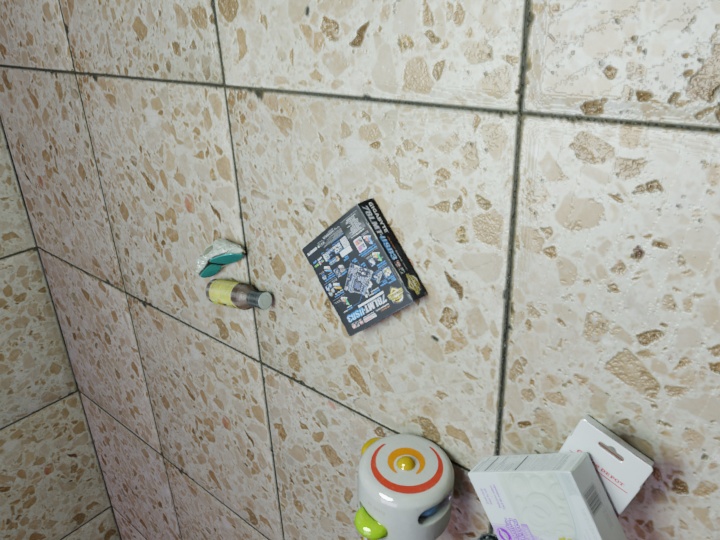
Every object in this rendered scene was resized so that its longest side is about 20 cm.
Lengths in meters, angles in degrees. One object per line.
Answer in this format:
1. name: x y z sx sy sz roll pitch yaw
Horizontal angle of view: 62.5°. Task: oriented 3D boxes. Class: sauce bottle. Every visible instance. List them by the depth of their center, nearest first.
1. sauce bottle: -0.287 0.059 1.396 0.199 0.064 0.065 8 115 43

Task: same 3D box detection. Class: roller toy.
1. roller toy: 0.085 0.409 1.129 0.180 0.200 0.141 3 117 5

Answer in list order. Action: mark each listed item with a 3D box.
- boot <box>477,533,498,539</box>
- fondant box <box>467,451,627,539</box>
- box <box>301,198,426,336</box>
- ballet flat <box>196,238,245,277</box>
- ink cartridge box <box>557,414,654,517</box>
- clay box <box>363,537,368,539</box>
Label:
1. boot: 0.274 0.578 1.046 0.200 0.076 0.169 51 165 38
2. fondant box: 0.279 0.359 0.907 0.199 0.058 0.145 -25 91 51
3. box: 0.000 0.000 1.103 0.200 0.050 0.200 -34 86 47
4. ballet flat: -0.340 -0.039 1.402 0.199 0.072 0.072 -24 93 47
5. ink cartridge box: 0.356 0.305 0.896 0.115 0.068 0.201 35 132 27
6. clay box: 0.062 0.575 1.329 0.114 0.047 0.202 22 125 35
